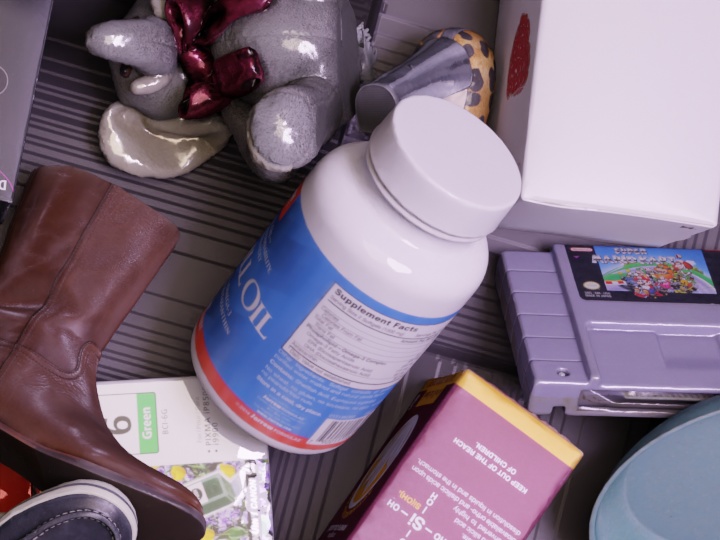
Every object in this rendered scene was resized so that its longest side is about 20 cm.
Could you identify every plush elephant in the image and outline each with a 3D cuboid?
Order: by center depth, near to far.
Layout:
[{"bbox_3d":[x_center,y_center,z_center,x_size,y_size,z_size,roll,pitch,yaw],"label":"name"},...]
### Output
[{"bbox_3d":[-0.084,-0.127,1.486,0.155,0.200,0.165,-2,86,12],"label":"plush elephant"}]

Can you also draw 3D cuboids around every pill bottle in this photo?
[{"bbox_3d":[0.000,0.000,1.438,0.112,0.112,0.200,35,124,-5],"label":"pill bottle"}]

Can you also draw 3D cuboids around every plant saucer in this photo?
[{"bbox_3d":[0.228,0.126,1.517,0.200,0.200,0.036,1,47,-10],"label":"plant saucer"}]

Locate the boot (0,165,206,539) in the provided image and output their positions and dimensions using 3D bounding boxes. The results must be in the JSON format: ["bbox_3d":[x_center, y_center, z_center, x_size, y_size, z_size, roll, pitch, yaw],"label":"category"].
[{"bbox_3d":[-0.135,0.040,1.463,0.186,0.064,0.200,24,55,5],"label":"boot"}]

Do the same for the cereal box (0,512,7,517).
[{"bbox_3d":[-0.257,0.202,1.444,0.200,0.040,0.144,0,117,-10],"label":"cereal box"}]

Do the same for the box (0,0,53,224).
[{"bbox_3d":[-0.281,-0.119,1.460,0.200,0.124,0.149,11,82,-10],"label":"box"}]

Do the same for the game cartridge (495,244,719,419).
[{"bbox_3d":[0.185,0.035,1.535,0.200,0.038,0.130,2,42,-10],"label":"game cartridge"}]

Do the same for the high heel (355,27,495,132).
[{"bbox_3d":[0.044,-0.039,1.552,0.071,0.143,0.200,13,116,25],"label":"high heel"}]

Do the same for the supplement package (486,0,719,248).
[{"bbox_3d":[0.146,-0.123,1.537,0.120,0.121,0.200,8,83,-10],"label":"supplement package"}]

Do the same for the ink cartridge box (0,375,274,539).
[{"bbox_3d":[-0.152,0.118,1.496,0.200,0.050,0.109,-2,85,-11],"label":"ink cartridge box"}]

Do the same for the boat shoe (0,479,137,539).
[{"bbox_3d":[-0.195,0.189,1.391,0.200,0.062,0.075,-40,115,10],"label":"boat shoe"}]

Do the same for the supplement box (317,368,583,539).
[{"bbox_3d":[0.027,0.162,1.494,0.086,0.110,0.200,36,80,-5],"label":"supplement box"}]
